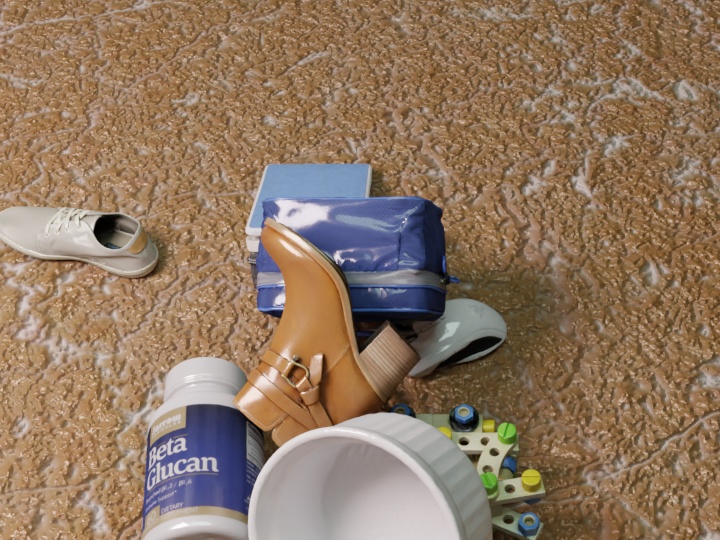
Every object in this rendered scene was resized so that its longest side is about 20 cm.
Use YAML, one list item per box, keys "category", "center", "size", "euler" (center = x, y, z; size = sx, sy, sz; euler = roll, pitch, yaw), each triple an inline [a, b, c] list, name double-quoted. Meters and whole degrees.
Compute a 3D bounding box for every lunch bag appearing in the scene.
- category: "lunch bag"
  center: [0.000, 0.000, 1.281]
  size: [0.199, 0.136, 0.133]
  euler: [0, 86, 15]

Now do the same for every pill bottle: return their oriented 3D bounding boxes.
- category: "pill bottle"
  center: [-0.143, 0.182, 1.190]
  size: [0.110, 0.111, 0.201]
  euler: [-3, 47, -2]

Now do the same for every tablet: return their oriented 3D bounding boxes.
- category: "tablet"
  center: [-0.054, -0.081, 1.456]
  size: [0.129, 0.014, 0.200]
  euler: [0, 26, 3]

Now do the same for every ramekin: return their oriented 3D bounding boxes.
- category: "ramekin"
  center: [0.014, 0.216, 1.080]
  size: [0.200, 0.202, 0.098]
  euler: [24, 20, 22]

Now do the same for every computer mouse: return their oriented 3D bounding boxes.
- category: "computer mouse"
  center: [0.060, 0.071, 1.338]
  size: [0.199, 0.044, 0.110]
  euler: [-21, 49, -18]

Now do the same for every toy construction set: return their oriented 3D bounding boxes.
- category: "toy construction set"
  center: [0.072, 0.185, 1.205]
  size: [0.199, 0.092, 0.132]
  euler: [9, 47, -4]

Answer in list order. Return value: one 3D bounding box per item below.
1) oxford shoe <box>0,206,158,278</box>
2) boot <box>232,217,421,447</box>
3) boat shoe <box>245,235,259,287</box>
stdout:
- category: "oxford shoe"
  center: [-0.319, -0.045, 1.444]
  size: [0.199, 0.058, 0.075]
  euler: [14, 51, 16]
- category: "boot"
  center: [-0.062, 0.065, 1.178]
  size: [0.155, 0.074, 0.200]
  euler: [-43, 82, 2]
- category: "boat shoe"
  center: [-0.025, -0.020, 1.416]
  size: [0.199, 0.061, 0.074]
  euler: [-9, 16, -13]
